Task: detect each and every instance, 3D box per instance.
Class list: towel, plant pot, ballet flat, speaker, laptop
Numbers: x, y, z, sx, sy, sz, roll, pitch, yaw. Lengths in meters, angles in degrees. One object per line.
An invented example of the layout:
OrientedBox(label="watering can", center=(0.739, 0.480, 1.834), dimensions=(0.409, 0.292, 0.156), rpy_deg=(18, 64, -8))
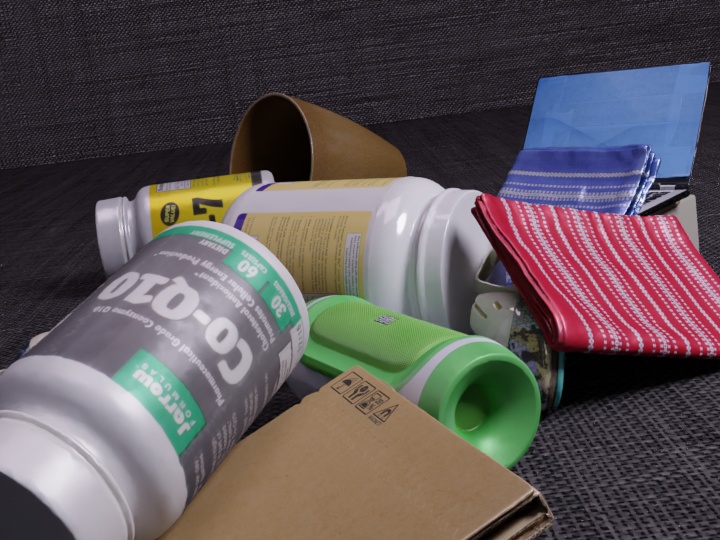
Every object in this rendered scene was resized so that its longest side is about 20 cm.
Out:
OrientedBox(label="towel", center=(0.183, 0.004, 0.760), dimensions=(0.200, 0.023, 0.145), rpy_deg=(4, 42, -29))
OrientedBox(label="plant pot", center=(-0.041, -0.131, 1.438), dimensions=(0.200, 0.187, 0.186), rpy_deg=(1, 5, -39))
OrientedBox(label="ballet flat", center=(0.113, 0.025, 0.773), dimensions=(0.072, 0.072, 0.200), rpy_deg=(-3, 34, 15))
OrientedBox(label="speaker", center=(0.022, 0.068, 0.687), dimensions=(0.088, 0.089, 0.200), rpy_deg=(-14, 15, -28))
OrientedBox(label="towel", center=(0.147, -0.023, 0.885), dimensions=(0.145, 0.024, 0.200), rpy_deg=(7, 59, 46))
OrientedBox(label="laptop", center=(0.201, -0.117, 1.005), dimensions=(0.187, 0.116, 0.200), rpy_deg=(2, 16, 40))

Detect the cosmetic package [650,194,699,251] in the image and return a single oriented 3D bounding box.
OrientedBox(label="cosmetic package", center=(0.213, -0.017, 0.988), dimensions=(0.103, 0.073, 0.200), rpy_deg=(6, 19, 44))

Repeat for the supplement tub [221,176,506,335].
OrientedBox(label="supplement tub", center=(0.000, 0.000, 0.857), dimensions=(0.200, 0.146, 0.145), rpy_deg=(1, 15, 30))

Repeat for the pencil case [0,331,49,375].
OrientedBox(label="pencil case", center=(-0.190, 0.095, 0.694), dimensions=(0.089, 0.078, 0.200), rpy_deg=(-19, 15, -10))

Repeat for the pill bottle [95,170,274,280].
OrientedBox(label="pill bottle", center=(-0.191, -0.045, 1.227), dimensions=(0.200, 0.115, 0.114), rpy_deg=(-9, 13, -5))

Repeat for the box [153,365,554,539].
OrientedBox(label="box", center=(-0.027, 0.120, 0.514), dimensions=(0.163, 0.021, 0.200), rpy_deg=(-33, 21, -14))

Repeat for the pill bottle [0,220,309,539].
OrientedBox(label="pill bottle", center=(-0.118, 0.068, 0.561), dimensions=(0.113, 0.113, 0.200), rpy_deg=(0, 32, 29))
